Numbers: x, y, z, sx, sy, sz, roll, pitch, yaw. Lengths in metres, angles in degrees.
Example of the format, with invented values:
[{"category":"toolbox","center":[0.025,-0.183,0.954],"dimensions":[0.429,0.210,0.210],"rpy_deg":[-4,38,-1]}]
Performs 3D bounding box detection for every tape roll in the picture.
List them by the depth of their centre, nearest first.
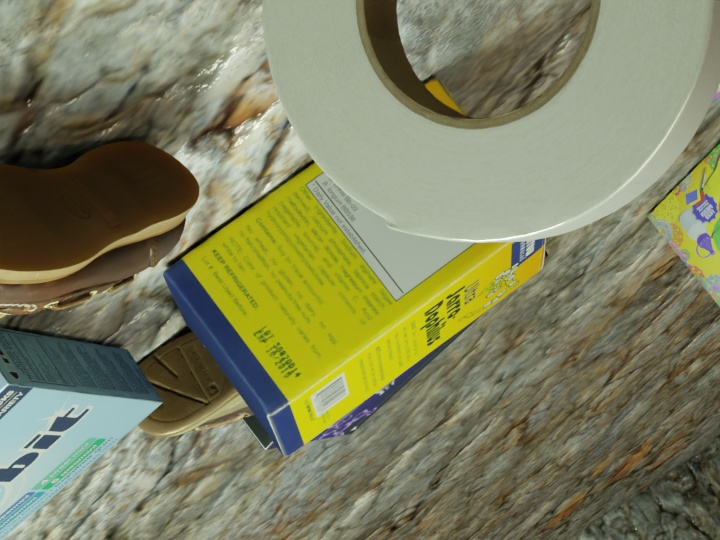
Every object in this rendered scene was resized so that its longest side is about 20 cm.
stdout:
[{"category":"tape roll","center":[0.053,-0.111,0.830],"dimensions":[0.203,0.203,0.037],"rpy_deg":[-43,164,19]}]

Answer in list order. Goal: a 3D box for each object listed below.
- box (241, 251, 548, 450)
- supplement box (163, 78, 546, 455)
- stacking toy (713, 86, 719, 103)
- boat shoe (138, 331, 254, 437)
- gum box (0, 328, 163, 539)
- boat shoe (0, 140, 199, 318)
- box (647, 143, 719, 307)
[{"category":"box","center":[0.012,0.027,1.364],"dimensions":[0.200,0.079,0.141],"rpy_deg":[-43,166,19]},{"category":"supplement box","center":[0.000,0.000,1.195],"dimensions":[0.200,0.109,0.110],"rpy_deg":[-35,164,-8]},{"category":"stacking toy","center":[0.197,-0.124,1.364],"dimensions":[0.085,0.086,0.200],"rpy_deg":[-32,170,-20]},{"category":"boat shoe","center":[-0.050,0.051,1.281],"dimensions":[0.200,0.072,0.072],"rpy_deg":[-29,161,0]},{"category":"gum box","center":[-0.221,0.106,1.129],"dimensions":[0.170,0.045,0.200],"rpy_deg":[-40,163,9]},{"category":"boat shoe","center":[-0.148,-0.009,0.914],"dimensions":[0.070,0.070,0.200],"rpy_deg":[-50,161,26]},{"category":"box","center":[0.403,-0.082,1.830],"dimensions":[0.192,0.122,0.200],"rpy_deg":[-18,155,-51]}]
